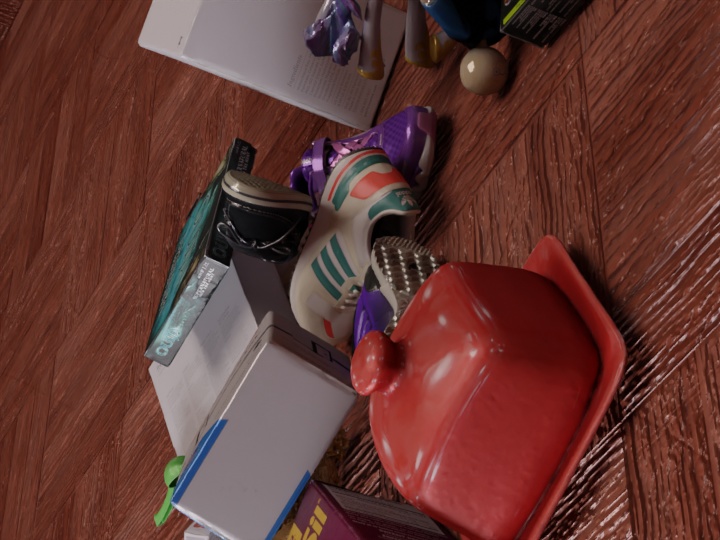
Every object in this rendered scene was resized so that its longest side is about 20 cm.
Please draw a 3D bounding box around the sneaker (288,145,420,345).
[{"bbox_3d":[0.000,0.000,1.653,0.093,0.070,0.201,49,134,38],"label":"sneaker"}]

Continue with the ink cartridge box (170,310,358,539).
[{"bbox_3d":[-0.074,0.122,1.524,0.147,0.084,0.200,-59,5,3],"label":"ink cartridge box"}]

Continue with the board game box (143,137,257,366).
[{"bbox_3d":[-0.150,-0.020,1.862,0.136,0.028,0.201,-57,15,33],"label":"board game box"}]

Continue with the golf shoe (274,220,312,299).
[{"bbox_3d":[-0.102,-0.012,1.934,0.200,0.075,0.092,176,107,-69],"label":"golf shoe"}]

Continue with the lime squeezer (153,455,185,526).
[{"bbox_3d":[-0.150,0.207,1.825,0.199,0.038,0.071,-6,89,52],"label":"lime squeezer"}]

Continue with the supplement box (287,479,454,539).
[{"bbox_3d":[0.013,0.244,1.366,0.132,0.102,0.200,-70,20,6],"label":"supplement box"}]

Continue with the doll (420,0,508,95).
[{"bbox_3d":[0.084,-0.239,1.563,0.048,0.136,0.202,-1,101,37],"label":"doll"}]

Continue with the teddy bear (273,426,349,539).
[{"bbox_3d":[-0.051,0.220,1.629,0.145,0.066,0.201,-45,26,43],"label":"teddy bear"}]

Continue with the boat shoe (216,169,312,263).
[{"bbox_3d":[-0.080,-0.041,1.653,0.200,0.074,0.063,59,-129,-82],"label":"boat shoe"}]

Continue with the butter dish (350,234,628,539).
[{"bbox_3d":[0.063,0.078,1.310,0.201,0.147,0.200,-65,20,19],"label":"butter dish"}]

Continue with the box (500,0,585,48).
[{"bbox_3d":[0.174,-0.302,1.493,0.200,0.047,0.194,-47,33,49],"label":"box"}]

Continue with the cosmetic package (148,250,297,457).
[{"bbox_3d":[-0.124,0.097,1.861,0.200,0.051,0.152,-53,50,41],"label":"cosmetic package"}]

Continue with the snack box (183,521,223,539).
[{"bbox_3d":[-0.108,0.223,1.651,0.200,0.024,0.073,-38,-48,-73],"label":"snack box"}]

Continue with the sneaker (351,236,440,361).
[{"bbox_3d":[0.031,0.070,1.533,0.201,0.069,0.100,-94,22,-54],"label":"sneaker"}]

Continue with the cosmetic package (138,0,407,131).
[{"bbox_3d":[-0.087,-0.233,1.894,0.124,0.199,0.199,-70,21,3],"label":"cosmetic package"}]

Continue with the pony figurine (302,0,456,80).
[{"bbox_3d":[0.021,-0.265,1.647,0.167,0.192,0.201,-120,42,-53],"label":"pony figurine"}]

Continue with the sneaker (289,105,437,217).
[{"bbox_3d":[-0.003,-0.089,1.714,0.200,0.088,0.081,-37,38,56],"label":"sneaker"}]
